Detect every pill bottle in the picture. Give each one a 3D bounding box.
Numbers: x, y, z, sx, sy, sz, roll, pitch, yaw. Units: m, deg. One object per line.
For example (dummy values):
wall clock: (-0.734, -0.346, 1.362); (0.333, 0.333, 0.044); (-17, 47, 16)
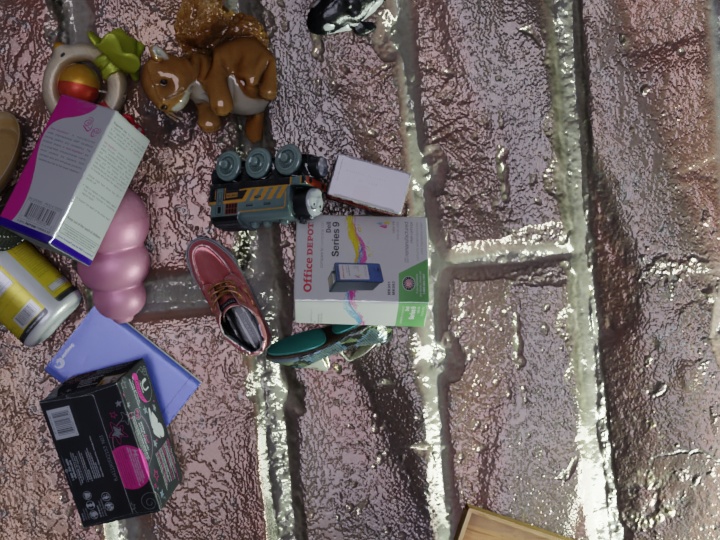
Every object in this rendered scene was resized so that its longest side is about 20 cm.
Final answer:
pill bottle: (-0.517, 0.008, 1.551); (0.200, 0.112, 0.112); (45, 89, -3)

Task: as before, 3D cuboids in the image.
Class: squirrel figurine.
squirrel figurine: (-0.226, -0.301, 1.540); (0.185, 0.142, 0.202); (2, 74, -16)

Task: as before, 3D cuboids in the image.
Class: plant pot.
plant pot: (-0.563, -0.143, 1.531); (0.200, 0.200, 0.027); (-44, 135, -1)

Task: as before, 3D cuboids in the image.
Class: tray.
tray: (0.243, 0.442, 1.634); (0.199, 0.037, 0.099); (19, 91, -2)

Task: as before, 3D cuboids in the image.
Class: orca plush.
orca plush: (0.012, -0.415, 1.587); (0.198, 0.071, 0.106); (-13, 92, -2)

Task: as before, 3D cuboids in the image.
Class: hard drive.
hard drive: (-0.361, 0.160, 1.605); (0.200, 0.025, 0.132); (39, 90, -3)

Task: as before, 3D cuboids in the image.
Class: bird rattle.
bird rattle: (-0.395, -0.264, 1.578); (0.162, 0.113, 0.202); (12, 104, 9)

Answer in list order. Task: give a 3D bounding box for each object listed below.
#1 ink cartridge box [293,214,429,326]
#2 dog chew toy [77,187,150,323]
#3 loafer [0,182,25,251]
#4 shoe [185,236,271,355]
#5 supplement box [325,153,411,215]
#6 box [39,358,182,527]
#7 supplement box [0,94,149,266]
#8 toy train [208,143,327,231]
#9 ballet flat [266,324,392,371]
ink cartridge box: (0.000, 0.000, 1.563); (0.198, 0.088, 0.146); (1, 64, 0)
dog chew toy: (-0.367, -0.022, 1.558); (0.124, 0.125, 0.202); (-7, 100, -2)
loafer: (-0.493, -0.086, 1.519); (0.071, 0.200, 0.073); (44, 114, 4)
shoe: (-0.197, 0.038, 1.577); (0.071, 0.091, 0.201); (-31, 92, -2)
supplement box: (0.007, -0.121, 1.528); (0.108, 0.200, 0.061); (16, 92, -3)
box: (-0.361, 0.250, 1.539); (0.131, 0.115, 0.201); (-14, 100, 12)
supplement box: (-0.392, -0.124, 1.450); (0.101, 0.103, 0.201); (19, 80, 24)
toy train: (-0.137, -0.118, 1.552); (0.199, 0.085, 0.115); (-3, 79, 28)
ballet flat: (-0.042, 0.116, 1.602); (0.199, 0.074, 0.075); (-20, 92, 2)
